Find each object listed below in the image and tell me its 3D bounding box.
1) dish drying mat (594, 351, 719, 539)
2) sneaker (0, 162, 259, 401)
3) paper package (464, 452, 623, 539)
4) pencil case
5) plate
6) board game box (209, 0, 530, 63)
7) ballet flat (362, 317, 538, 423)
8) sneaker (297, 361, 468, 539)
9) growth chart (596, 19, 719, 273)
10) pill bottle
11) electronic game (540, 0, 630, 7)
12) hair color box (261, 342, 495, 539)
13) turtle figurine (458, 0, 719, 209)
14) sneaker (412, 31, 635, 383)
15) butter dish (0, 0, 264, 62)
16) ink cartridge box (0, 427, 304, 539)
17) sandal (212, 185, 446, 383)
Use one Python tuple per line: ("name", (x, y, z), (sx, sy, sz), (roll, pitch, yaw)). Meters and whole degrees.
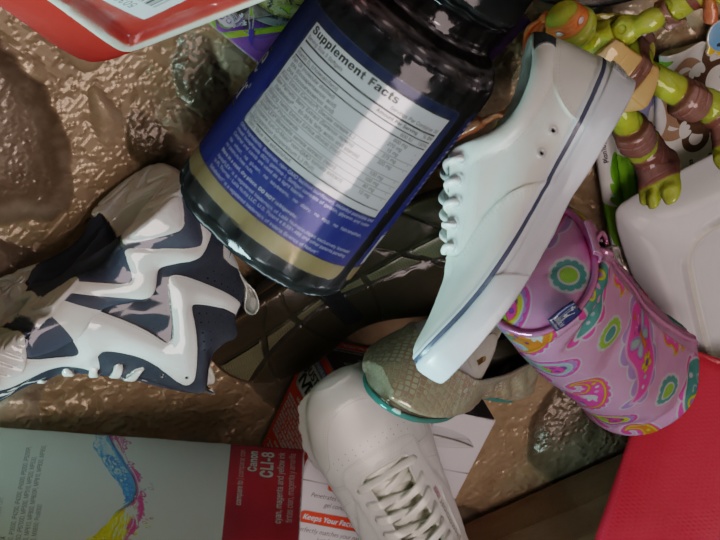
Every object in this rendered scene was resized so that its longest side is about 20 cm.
("dish drying mat", (0.190, 0.149, 1.755), (0.077, 0.018, 0.200), (19, 86, -4))
("sneaker", (-0.143, 0.046, 1.605), (0.199, 0.079, 0.130), (-42, 120, -6))
("paper package", (0.155, 0.236, 1.851), (0.190, 0.104, 0.200), (-23, 129, -8))
("pencil case", (0.135, 0.030, 1.658), (0.087, 0.087, 0.200), (-39, 147, 5))
("plate", (0.266, -0.011, 1.764), (0.200, 0.032, 0.200), (-27, 136, -6))
("board game box", (-0.011, -0.154, 1.564), (0.120, 0.032, 0.200), (-47, 128, 7))
("ballet flat", (0.060, 0.045, 1.665), (0.062, 0.067, 0.200), (-56, 163, 15))
("sneaker", (0.027, 0.138, 1.664), (0.076, 0.081, 0.200), (-29, 126, -1))
("growth chart", (0.225, -0.093, 1.717), (0.200, 0.018, 0.145), (-26, 128, -7))
("pill bottle", (0.001, -0.093, 1.523), (0.112, 0.112, 0.200), (26, 109, -35))
("electronic game", (0.143, -0.236, 1.568), (0.200, 0.042, 0.200), (-11, 126, -16))
("hair color box", (-0.013, 0.146, 1.742), (0.111, 0.064, 0.200), (13, 117, -29))
("turtle figurine", (0.142, -0.104, 1.626), (0.200, 0.064, 0.161), (-39, 128, 12))
("sneaker", (0.072, -0.036, 1.545), (0.071, 0.073, 0.200), (30, 82, -3))
("butter dish", (-0.103, -0.212, 1.416), (0.199, 0.148, 0.200), (-20, 161, 15))
("ink cartridge box", (-0.138, 0.190, 1.628), (0.199, 0.145, 0.146), (5, 121, -2))
("sandal", (0.000, 0.000, 1.661), (0.200, 0.055, 0.082), (-30, 127, 15))
